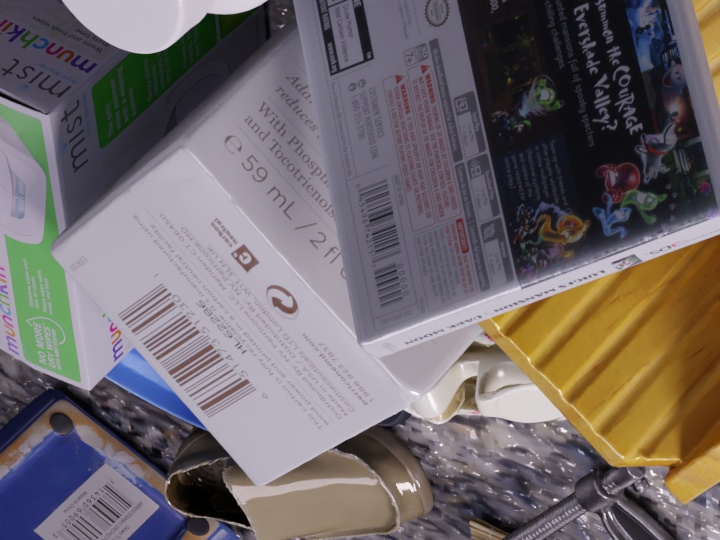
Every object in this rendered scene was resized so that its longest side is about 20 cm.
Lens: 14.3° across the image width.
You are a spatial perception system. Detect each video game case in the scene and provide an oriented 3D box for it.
[{"bbox_3d":[0.065,-0.081,1.272,0.181,0.201,0.023,-21,154,21],"label":"video game case"}]

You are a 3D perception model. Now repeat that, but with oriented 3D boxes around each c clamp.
[{"bbox_3d":[0.117,0.164,1.632,0.171,0.027,0.200,43,136,0],"label":"c clamp"}]

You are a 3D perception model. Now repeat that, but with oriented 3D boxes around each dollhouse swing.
[{"bbox_3d":[0.163,-0.032,1.291,0.200,0.182,0.176,47,155,-4],"label":"dollhouse swing"}]

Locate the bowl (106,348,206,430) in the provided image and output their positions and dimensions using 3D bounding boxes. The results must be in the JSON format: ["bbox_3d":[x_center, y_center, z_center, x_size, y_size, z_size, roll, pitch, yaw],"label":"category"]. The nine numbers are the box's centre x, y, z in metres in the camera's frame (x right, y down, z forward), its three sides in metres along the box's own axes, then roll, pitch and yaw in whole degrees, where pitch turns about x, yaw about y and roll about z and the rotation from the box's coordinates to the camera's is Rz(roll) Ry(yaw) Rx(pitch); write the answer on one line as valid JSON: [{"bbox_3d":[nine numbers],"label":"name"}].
[{"bbox_3d":[-0.144,0.031,1.690,0.200,0.039,0.201,30,168,7],"label":"bowl"}]

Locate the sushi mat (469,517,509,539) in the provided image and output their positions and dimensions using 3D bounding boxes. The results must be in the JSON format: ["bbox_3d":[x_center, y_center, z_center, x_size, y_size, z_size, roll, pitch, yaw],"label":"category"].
[{"bbox_3d":[0.151,0.213,1.670,0.199,0.012,0.096,22,137,28],"label":"sushi mat"}]

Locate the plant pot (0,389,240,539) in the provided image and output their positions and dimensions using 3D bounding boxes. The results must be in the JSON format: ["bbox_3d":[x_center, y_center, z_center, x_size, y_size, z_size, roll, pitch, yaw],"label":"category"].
[{"bbox_3d":[-0.203,0.210,1.869,0.200,0.200,0.180,38,137,9],"label":"plant pot"}]

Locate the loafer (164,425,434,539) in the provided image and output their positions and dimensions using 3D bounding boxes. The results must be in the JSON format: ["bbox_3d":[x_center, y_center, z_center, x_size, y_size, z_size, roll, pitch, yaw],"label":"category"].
[{"bbox_3d":[-0.040,0.133,1.731,0.200,0.067,0.076,0,126,45],"label":"loafer"}]

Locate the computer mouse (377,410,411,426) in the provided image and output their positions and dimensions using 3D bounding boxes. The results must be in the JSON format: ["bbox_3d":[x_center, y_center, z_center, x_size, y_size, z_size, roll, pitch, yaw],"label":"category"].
[{"bbox_3d":[0.000,0.000,1.595,0.058,0.034,0.201,9,125,28],"label":"computer mouse"}]

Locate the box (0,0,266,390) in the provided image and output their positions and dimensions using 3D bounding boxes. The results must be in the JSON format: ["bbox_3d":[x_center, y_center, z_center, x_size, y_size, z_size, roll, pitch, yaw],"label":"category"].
[{"bbox_3d":[-0.137,-0.073,1.524,0.096,0.176,0.200,25,140,25],"label":"box"}]

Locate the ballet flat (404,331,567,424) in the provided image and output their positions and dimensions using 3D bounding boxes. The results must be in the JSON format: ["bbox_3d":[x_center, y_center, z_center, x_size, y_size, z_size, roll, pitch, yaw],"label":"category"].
[{"bbox_3d":[0.064,0.052,1.523,0.199,0.064,0.076,-4,125,35],"label":"ballet flat"}]

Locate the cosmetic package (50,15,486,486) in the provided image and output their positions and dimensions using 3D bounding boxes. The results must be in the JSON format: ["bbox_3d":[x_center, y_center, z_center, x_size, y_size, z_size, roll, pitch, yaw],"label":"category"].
[{"bbox_3d":[-0.010,-0.033,1.417,0.167,0.200,0.166,47,146,-6],"label":"cosmetic package"}]

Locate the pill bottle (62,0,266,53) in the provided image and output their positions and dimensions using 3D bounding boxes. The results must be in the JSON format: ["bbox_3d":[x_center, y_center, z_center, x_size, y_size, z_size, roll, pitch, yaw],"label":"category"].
[{"bbox_3d":[-0.054,-0.187,1.304,0.111,0.200,0.111,26,141,23],"label":"pill bottle"}]
